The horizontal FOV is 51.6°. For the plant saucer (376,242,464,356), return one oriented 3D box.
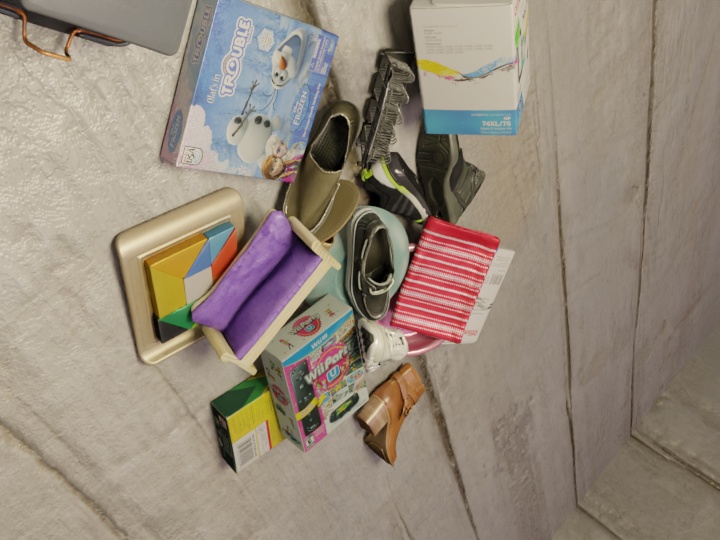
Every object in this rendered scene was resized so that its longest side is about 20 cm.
[{"bbox_3d":[0.084,0.048,1.299,0.195,0.051,0.206,-4,108,-12],"label":"plant saucer"}]

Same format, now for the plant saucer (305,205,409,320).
[{"bbox_3d":[0.000,0.000,1.188,0.196,0.039,0.206,-13,121,-22],"label":"plant saucer"}]

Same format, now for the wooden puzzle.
[{"bbox_3d":[-0.223,0.012,0.991,0.183,0.037,0.204,-29,134,-33],"label":"wooden puzzle"}]

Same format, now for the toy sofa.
[{"bbox_3d":[-0.129,0.027,0.992,0.201,0.083,0.097,-50,132,2],"label":"toy sofa"}]

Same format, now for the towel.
[{"bbox_3d":[0.144,0.019,1.265,0.141,0.023,0.205,16,104,-17],"label":"towel"}]

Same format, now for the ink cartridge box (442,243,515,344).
[{"bbox_3d":[0.200,0.033,1.453,0.143,0.083,0.204,6,110,-50],"label":"ink cartridge box"}]

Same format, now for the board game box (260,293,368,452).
[{"bbox_3d":[-0.069,0.162,1.169,0.146,0.064,0.204,-35,133,-29],"label":"board game box"}]

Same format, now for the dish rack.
[{"bbox_3d":[0.035,-0.221,1.026,0.053,0.201,0.157,13,112,-6],"label":"dish rack"}]

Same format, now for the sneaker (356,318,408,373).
[{"bbox_3d":[0.036,0.115,1.190,0.079,0.077,0.200,-9,168,2],"label":"sneaker"}]

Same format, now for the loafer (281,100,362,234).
[{"bbox_3d":[-0.060,-0.138,1.025,0.070,0.074,0.204,-63,175,-78],"label":"loafer"}]

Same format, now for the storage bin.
[{"bbox_3d":[-0.256,-0.263,0.685,0.197,0.133,0.149,5,112,-49],"label":"storage bin"}]

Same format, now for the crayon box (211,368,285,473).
[{"bbox_3d":[-0.143,0.221,1.216,0.198,0.050,0.130,-29,134,-32],"label":"crayon box"}]

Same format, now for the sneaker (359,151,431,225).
[{"bbox_3d":[0.054,-0.126,1.210,0.081,0.073,0.200,-25,149,13],"label":"sneaker"}]

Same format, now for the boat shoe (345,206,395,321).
[{"bbox_3d":[0.017,0.005,1.129,0.071,0.071,0.204,-22,128,-17],"label":"boat shoe"}]

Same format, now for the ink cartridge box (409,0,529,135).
[{"bbox_3d":[0.164,-0.324,1.077,0.203,0.142,0.149,75,28,-44],"label":"ink cartridge box"}]

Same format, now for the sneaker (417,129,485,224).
[{"bbox_3d":[0.157,-0.181,1.269,0.114,0.075,0.203,-44,137,-34],"label":"sneaker"}]

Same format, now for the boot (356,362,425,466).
[{"bbox_3d":[0.071,0.291,1.506,0.155,0.076,0.203,-45,134,-23],"label":"boot"}]

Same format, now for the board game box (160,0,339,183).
[{"bbox_3d":[-0.134,-0.220,0.929,0.196,0.043,0.205,0,114,-48],"label":"board game box"}]

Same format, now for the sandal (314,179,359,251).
[{"bbox_3d":[-0.080,-0.043,1.106,0.212,0.077,0.070,-49,163,-9],"label":"sandal"}]
